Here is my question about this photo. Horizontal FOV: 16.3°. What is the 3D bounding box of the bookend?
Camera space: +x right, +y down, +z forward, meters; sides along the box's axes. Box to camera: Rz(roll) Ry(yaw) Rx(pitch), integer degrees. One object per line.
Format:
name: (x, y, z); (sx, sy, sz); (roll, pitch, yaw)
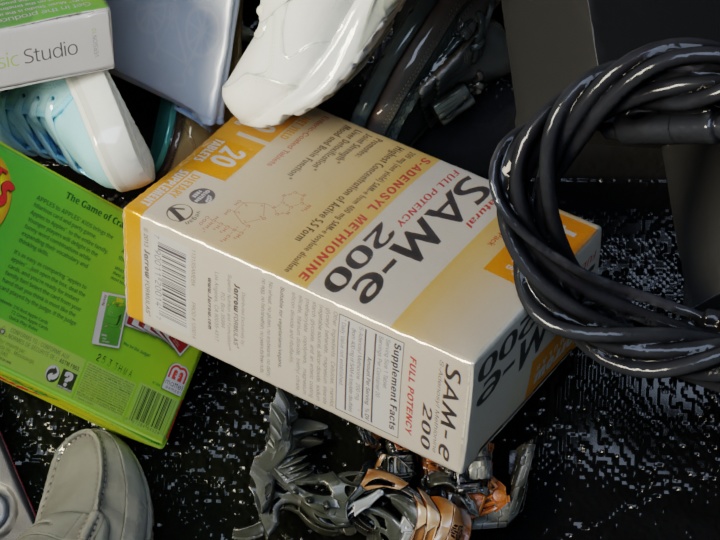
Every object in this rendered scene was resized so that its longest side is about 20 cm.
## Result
bookend: (0.159, -0.067, 1.194); (0.198, 0.092, 0.201); (1, 72, -28)

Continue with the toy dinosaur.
toy dinosaur: (0.012, 0.112, 1.238); (0.135, 0.102, 0.201); (18, 58, 0)

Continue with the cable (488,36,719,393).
cable: (0.152, -0.023, 1.106); (0.199, 0.051, 0.164); (22, 125, 9)

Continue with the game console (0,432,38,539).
game console: (-0.269, 0.144, 1.320); (0.199, 0.031, 0.178); (-28, 72, 4)

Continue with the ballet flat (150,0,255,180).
ballet flat: (-0.072, -0.136, 1.341); (0.063, 0.069, 0.201); (9, 79, -14)

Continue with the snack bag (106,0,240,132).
snack bag: (-0.115, -0.191, 1.297); (0.188, 0.021, 0.201); (27, 112, 46)

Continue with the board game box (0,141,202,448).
board game box: (-0.163, 0.005, 1.248); (0.047, 0.200, 0.102); (11, 76, 49)

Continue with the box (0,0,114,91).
box: (-0.214, -0.141, 1.255); (0.143, 0.037, 0.200); (-12, 30, -14)

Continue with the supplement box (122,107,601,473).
supplement box: (0.000, 0.000, 1.217); (0.199, 0.074, 0.126); (23, 44, 23)

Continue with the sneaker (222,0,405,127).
sneaker: (-0.016, -0.153, 1.195); (0.099, 0.078, 0.200); (40, 123, -5)

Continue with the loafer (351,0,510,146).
loafer: (0.067, -0.134, 1.291); (0.063, 0.072, 0.201); (31, 82, 10)

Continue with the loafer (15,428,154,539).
loafer: (-0.145, 0.148, 1.230); (0.070, 0.070, 0.201); (-42, 30, 27)

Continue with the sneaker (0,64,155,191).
sneaker: (-0.166, -0.079, 1.271); (0.082, 0.074, 0.200); (-33, 33, -7)
